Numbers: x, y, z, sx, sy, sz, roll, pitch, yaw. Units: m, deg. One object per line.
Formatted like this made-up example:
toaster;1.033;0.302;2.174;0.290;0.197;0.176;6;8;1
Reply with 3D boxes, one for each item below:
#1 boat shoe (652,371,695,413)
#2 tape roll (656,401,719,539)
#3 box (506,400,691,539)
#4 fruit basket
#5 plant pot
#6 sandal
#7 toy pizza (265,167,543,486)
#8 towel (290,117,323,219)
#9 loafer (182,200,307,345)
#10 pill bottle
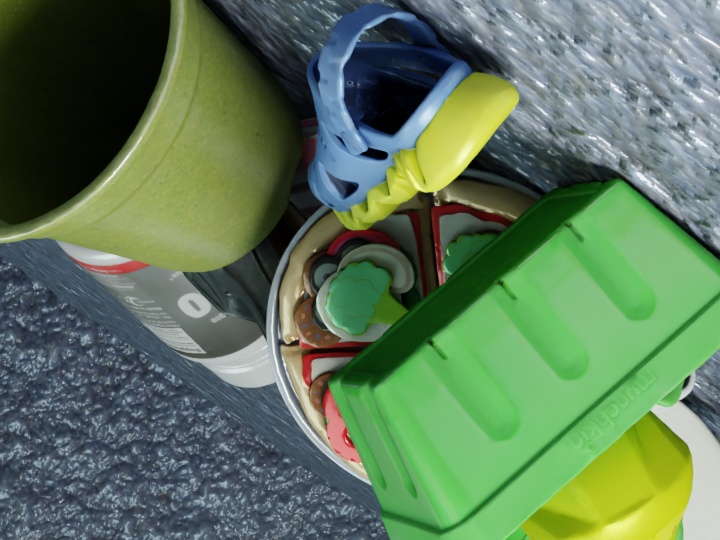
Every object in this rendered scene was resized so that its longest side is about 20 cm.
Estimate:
boat shoe;0.099;0.023;1.162;0.200;0.072;0.068;36;159;-12
tape roll;0.131;0.161;1.243;0.202;0.203;0.037;34;169;10
box;0.114;0.159;1.362;0.096;0.200;0.177;33;169;9
fruit basket;0.108;0.083;1.025;0.215;0.216;0.155;37;170;-12
plant pot;-0.132;-0.086;1.153;0.200;0.201;0.184;28;179;34
sandal;0.009;-0.078;1.007;0.087;0.080;0.200;42;162;-5
toy pizza;0.045;0.041;1.119;0.200;0.200;0.032;36;-156;-5
towel;0.000;0.000;1.261;0.201;0.030;0.146;64;160;-9
loafer;-0.021;0.020;1.202;0.200;0.073;0.073;38;-153;20
pill bottle;-0.106;-0.010;1.349;0.114;0.114;0.200;27;167;38
